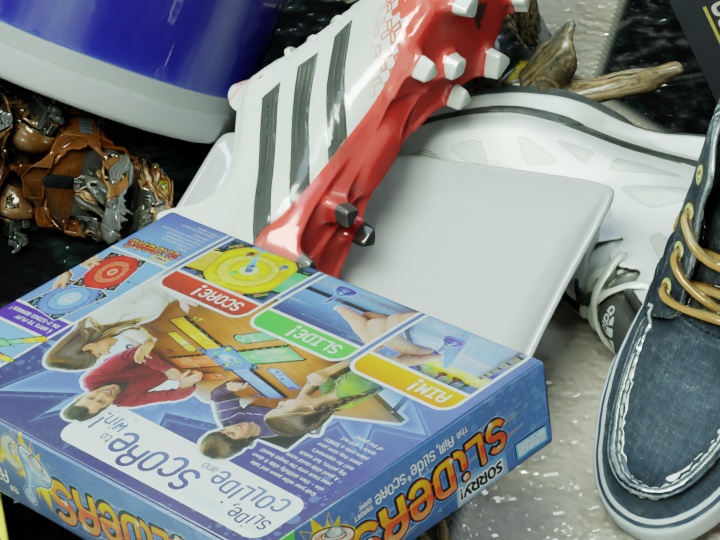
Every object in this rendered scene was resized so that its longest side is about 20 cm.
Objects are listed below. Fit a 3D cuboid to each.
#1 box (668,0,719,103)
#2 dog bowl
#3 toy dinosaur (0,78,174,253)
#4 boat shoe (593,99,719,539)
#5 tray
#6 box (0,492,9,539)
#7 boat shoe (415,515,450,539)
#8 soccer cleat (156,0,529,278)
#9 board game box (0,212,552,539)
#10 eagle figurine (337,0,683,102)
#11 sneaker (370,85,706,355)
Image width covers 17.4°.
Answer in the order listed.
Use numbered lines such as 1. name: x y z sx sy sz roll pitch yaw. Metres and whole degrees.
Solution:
1. box: 0.171 -0.154 1.072 0.049 0.162 0.201 -16 35 19
2. dog bowl: -0.134 -0.133 1.047 0.199 0.079 0.200 23 9 -4
3. toy dinosaur: -0.172 -0.060 1.049 0.199 0.103 0.135 11 15 40
4. boat shoe: 0.135 -0.001 0.858 0.070 0.091 0.201 24 82 24
5. tray: 0.000 0.000 0.953 0.199 0.022 0.108 10 56 35
6. box: -0.172 0.076 0.883 0.075 0.050 0.201 -9 38 -8
7. boat shoe: -0.001 0.096 0.828 0.073 0.075 0.201 -8 39 -7
8. soccer cleat: -0.005 -0.073 0.946 0.085 0.069 0.201 26 77 27
9. board game box: -0.051 0.046 0.820 0.135 0.035 0.199 -31 36 -33
10. eagle figurine: 0.057 -0.144 1.083 0.150 0.151 0.201 0 60 -5
11. sneaker: 0.090 -0.011 0.960 0.199 0.076 0.116 7 36 8
